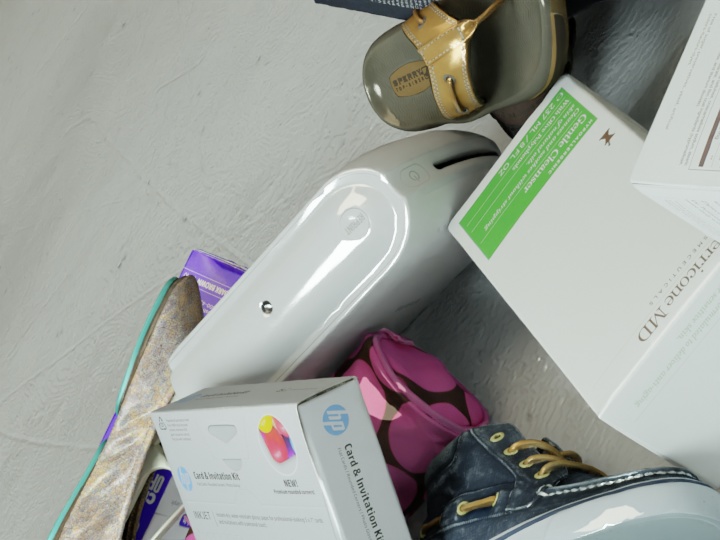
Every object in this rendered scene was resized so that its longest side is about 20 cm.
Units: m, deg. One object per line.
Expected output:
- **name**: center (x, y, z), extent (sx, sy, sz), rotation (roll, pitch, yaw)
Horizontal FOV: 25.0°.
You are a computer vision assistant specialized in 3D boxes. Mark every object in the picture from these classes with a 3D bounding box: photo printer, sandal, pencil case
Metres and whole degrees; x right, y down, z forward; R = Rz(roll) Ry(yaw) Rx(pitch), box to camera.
- **photo printer**: center (0.000, 0.000, 0.932), extent (0.200, 0.069, 0.166), rotation (-47, -13, 26)
- **sandal**: center (0.044, -0.116, 0.859), extent (0.200, 0.055, 0.082), rotation (-15, 96, 61)
- **pencil case**: center (-0.020, 0.119, 0.918), extent (0.200, 0.091, 0.094), rotation (-46, 52, 22)

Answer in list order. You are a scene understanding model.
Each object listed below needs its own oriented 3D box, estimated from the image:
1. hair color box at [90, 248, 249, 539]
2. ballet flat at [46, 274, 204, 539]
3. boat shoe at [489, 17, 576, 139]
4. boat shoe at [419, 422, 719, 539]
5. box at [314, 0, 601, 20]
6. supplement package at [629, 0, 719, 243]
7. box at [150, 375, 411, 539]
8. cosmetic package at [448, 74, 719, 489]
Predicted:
- **hair color box**: center (-0.106, 0.097, 1.054), extent (0.065, 0.109, 0.200), rotation (21, 84, 24)
- **ballet flat**: center (-0.121, 0.103, 0.970), extent (0.068, 0.067, 0.200), rotation (13, -79, -82)
- **boat shoe**: center (0.093, -0.143, 0.983), extent (0.073, 0.065, 0.200), rotation (-8, 32, 18)
- **boat shoe**: center (0.089, 0.107, 0.765), extent (0.200, 0.071, 0.091), rotation (-33, 44, 46)
- **box**: center (0.070, -0.217, 0.942), extent (0.148, 0.104, 0.200), rotation (-31, 31, -29)
- **supplement package**: center (0.236, -0.059, 0.578), extent (0.200, 0.152, 0.151), rotation (10, 74, 61)
- **box**: center (-0.026, 0.155, 0.820), extent (0.156, 0.041, 0.200), rotation (-11, 101, 57)
- **cosmetic package**: center (0.132, -0.002, 0.776), extent (0.108, 0.085, 0.200), rotation (-53, 28, 10)
